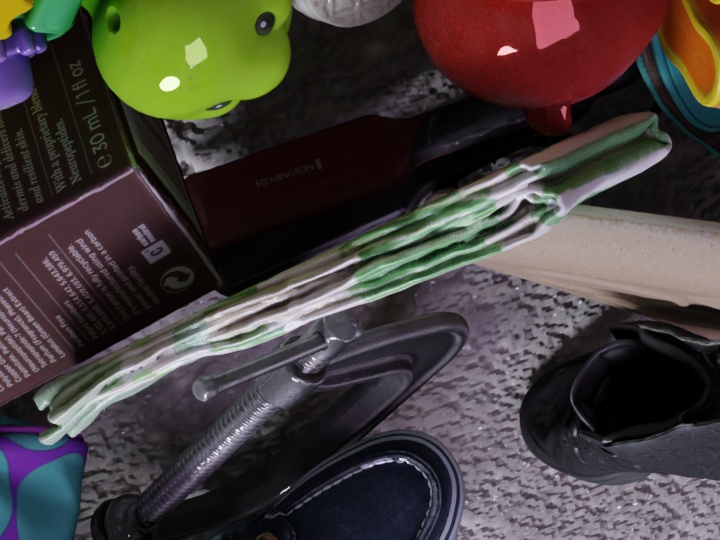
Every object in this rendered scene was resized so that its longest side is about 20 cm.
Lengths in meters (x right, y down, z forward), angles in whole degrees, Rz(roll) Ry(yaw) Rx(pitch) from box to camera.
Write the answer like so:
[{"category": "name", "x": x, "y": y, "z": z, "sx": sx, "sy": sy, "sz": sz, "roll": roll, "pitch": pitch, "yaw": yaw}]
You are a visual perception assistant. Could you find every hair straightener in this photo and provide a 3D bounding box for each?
[{"category": "hair straightener", "x": 0.029, "y": -0.040, "z": 0.940, "sx": 0.199, "sy": 0.041, "sz": 0.077, "roll": -25, "pitch": 148, "yaw": -6}]

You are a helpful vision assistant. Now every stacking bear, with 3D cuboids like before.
[{"category": "stacking bear", "x": 0.053, "y": -0.130, "z": 0.725, "sx": 0.113, "sy": 0.122, "sz": 0.201, "roll": -22, "pitch": 143, "yaw": -15}]

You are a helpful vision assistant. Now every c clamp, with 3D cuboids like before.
[{"category": "c clamp", "x": -0.042, "y": 0.063, "z": 0.957, "sx": 0.170, "sy": 0.027, "sz": 0.200, "roll": -18, "pitch": 160, "yaw": -40}]

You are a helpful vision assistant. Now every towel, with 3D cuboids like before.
[{"category": "towel", "x": 0.000, "y": 0.000, "z": 0.826, "sx": 0.199, "sy": 0.023, "sz": 0.152, "roll": -25, "pitch": -178, "yaw": 24}]

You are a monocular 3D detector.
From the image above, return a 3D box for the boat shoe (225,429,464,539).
[{"category": "boat shoe", "x": -0.036, "y": 0.134, "z": 0.957, "sx": 0.200, "sy": 0.071, "sz": 0.091, "roll": -42, "pitch": 168, "yaw": -9}]

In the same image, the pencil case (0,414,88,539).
[{"category": "pencil case", "x": -0.158, "y": 0.153, "z": 0.932, "sx": 0.085, "sy": 0.201, "sz": 0.092, "roll": 6, "pitch": 169, "yaw": 8}]

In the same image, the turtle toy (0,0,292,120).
[{"category": "turtle toy", "x": -0.112, "y": -0.105, "z": 0.753, "sx": 0.199, "sy": 0.101, "sz": 0.146, "roll": 14, "pitch": 126, "yaw": -26}]

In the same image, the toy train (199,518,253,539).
[{"category": "toy train", "x": -0.077, "y": 0.190, "z": 1.056, "sx": 0.199, "sy": 0.114, "sz": 0.085, "roll": -31, "pitch": 136, "yaw": 8}]

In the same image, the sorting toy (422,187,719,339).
[{"category": "sorting toy", "x": 0.147, "y": 0.007, "z": 0.931, "sx": 0.200, "sy": 0.184, "sz": 0.037, "roll": 23, "pitch": 79, "yaw": -50}]

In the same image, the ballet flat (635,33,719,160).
[{"category": "ballet flat", "x": 0.142, "y": -0.074, "z": 0.918, "sx": 0.067, "sy": 0.070, "sz": 0.200, "roll": -41, "pitch": 126, "yaw": 3}]

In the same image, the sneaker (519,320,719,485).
[{"category": "sneaker", "x": 0.113, "y": 0.050, "z": 0.968, "sx": 0.104, "sy": 0.199, "sz": 0.060, "roll": 24, "pitch": 77, "yaw": -40}]

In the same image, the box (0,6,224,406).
[{"category": "box", "x": -0.158, "y": 0.000, "z": 0.848, "sx": 0.199, "sy": 0.100, "sz": 0.075, "roll": -30, "pitch": 136, "yaw": 6}]

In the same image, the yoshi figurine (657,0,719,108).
[{"category": "yoshi figurine", "x": 0.197, "y": -0.125, "z": 0.825, "sx": 0.199, "sy": 0.112, "sz": 0.113, "roll": -11, "pitch": 101, "yaw": -10}]

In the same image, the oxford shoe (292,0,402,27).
[{"category": "oxford shoe", "x": 0.032, "y": -0.171, "z": 0.793, "sx": 0.075, "sy": 0.058, "sz": 0.200, "roll": 27, "pitch": 105, "yaw": -46}]
